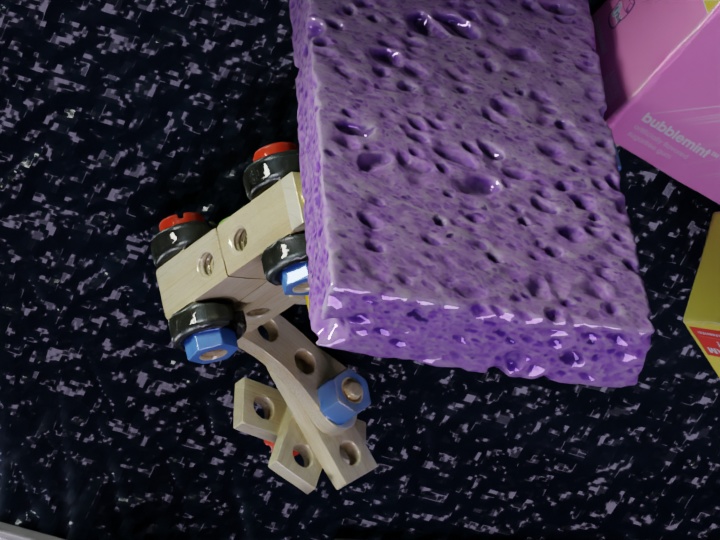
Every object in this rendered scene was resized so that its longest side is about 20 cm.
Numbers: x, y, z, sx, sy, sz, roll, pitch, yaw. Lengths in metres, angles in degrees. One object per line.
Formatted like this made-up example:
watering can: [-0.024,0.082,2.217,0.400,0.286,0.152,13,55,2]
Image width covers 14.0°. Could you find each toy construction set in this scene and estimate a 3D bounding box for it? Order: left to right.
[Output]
toy construction set: [0.000,0.000,1.122,0.131,0.092,0.200,3,139,-40]

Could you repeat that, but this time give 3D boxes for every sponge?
sponge: [0.034,-0.041,1.016,0.111,0.201,0.030,9,128,-12]

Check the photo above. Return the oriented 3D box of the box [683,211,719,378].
box: [0.191,0.046,1.141,0.075,0.050,0.200,9,157,27]

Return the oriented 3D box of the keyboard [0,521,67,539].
keyboard: [-0.161,0.128,1.244,0.199,0.011,0.056,18,123,-19]

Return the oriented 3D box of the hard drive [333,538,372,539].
hard drive: [0.077,0.181,1.298,0.199,0.033,0.140,4,127,-10]

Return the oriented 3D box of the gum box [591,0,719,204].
gum box: [0.194,-0.064,1.100,0.199,0.066,0.114,28,121,-25]
